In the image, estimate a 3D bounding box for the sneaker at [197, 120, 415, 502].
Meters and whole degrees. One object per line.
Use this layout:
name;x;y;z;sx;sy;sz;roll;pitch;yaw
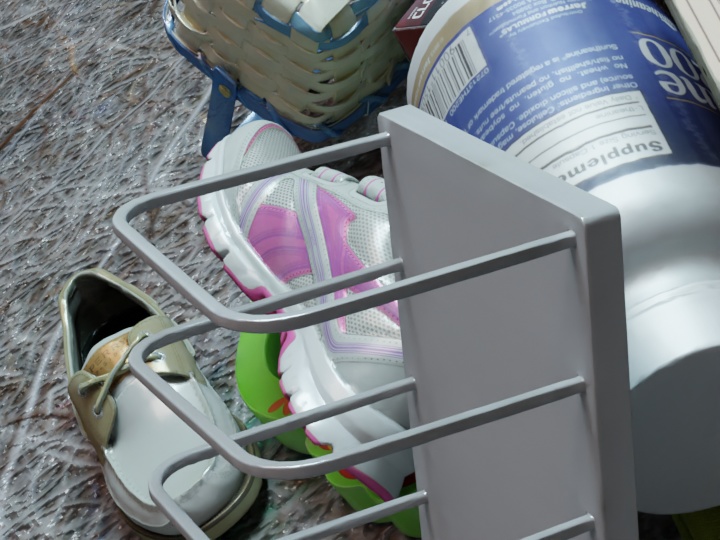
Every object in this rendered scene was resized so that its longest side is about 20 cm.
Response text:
sneaker;0.000;0.000;0.798;0.088;0.081;0.201;-38;49;9

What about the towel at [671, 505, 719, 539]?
towel;0.136;0.035;0.711;0.086;0.018;0.201;-29;44;10

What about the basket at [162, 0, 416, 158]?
basket;-0.021;-0.155;1.069;0.139;0.200;0.177;37;68;13

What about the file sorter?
file sorter;0.003;0.070;0.623;0.123;0.202;0.139;-15;23;-22

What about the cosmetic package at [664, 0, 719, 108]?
cosmetic package;0.190;-0.128;0.621;0.199;0.071;0.106;-27;62;12

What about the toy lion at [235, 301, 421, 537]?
toy lion;0.026;0.032;0.844;0.199;0.069;0.193;-14;43;33

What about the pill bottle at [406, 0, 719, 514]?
pill bottle;0.091;-0.016;0.690;0.110;0.111;0.201;-29;44;10

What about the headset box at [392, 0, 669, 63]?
headset box;0.124;-0.146;0.977;0.199;0.077;0.149;-1;43;47

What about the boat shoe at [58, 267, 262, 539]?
boat shoe;-0.106;0.062;0.916;0.075;0.069;0.200;-37;29;-5
